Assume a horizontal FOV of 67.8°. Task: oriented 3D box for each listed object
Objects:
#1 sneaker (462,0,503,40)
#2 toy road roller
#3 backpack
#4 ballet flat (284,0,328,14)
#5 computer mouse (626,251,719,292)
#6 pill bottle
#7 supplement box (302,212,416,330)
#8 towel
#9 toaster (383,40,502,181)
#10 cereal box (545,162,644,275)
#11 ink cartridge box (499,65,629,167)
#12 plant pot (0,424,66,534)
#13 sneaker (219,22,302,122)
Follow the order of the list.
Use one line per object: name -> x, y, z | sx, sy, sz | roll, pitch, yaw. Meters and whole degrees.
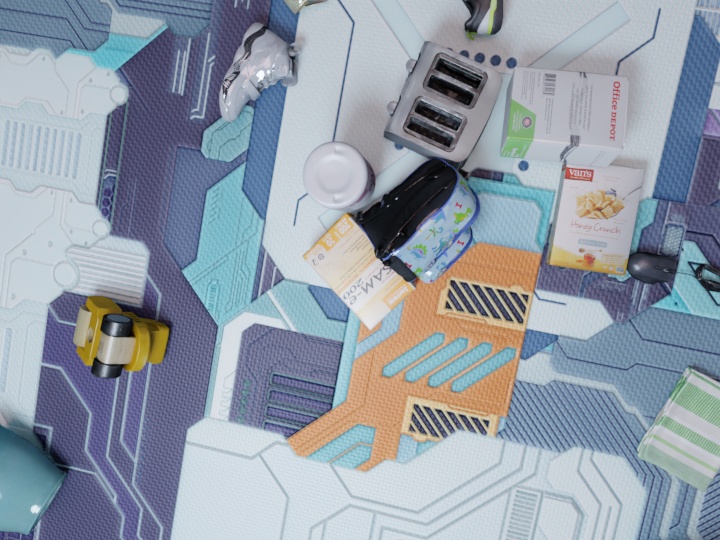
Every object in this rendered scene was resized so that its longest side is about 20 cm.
sneaker -> 0.221, -0.538, 0.995 | 0.082, 0.072, 0.202 | -1, 94, 8
toy road roller -> -0.499, 0.141, 1.128 | 0.199, 0.145, 0.124 | 22, 99, 43
backpack -> 0.120, -0.093, 0.985 | 0.200, 0.183, 0.147 | -45, 124, 13
ballet flat -> -0.058, -0.567, 1.042 | 0.199, 0.068, 0.063 | -23, 119, 12
computer mouse -> 0.599, 0.006, 1.005 | 0.198, 0.034, 0.059 | 11, 93, 3
pill bottle -> -0.031, -0.167, 0.989 | 0.112, 0.200, 0.114 | 1, 95, 7
supplement box -> 0.000, 0.000, 1.062 | 0.126, 0.074, 0.200 | -44, 88, 9
towel -> 0.646, 0.306, 1.029 | 0.152, 0.023, 0.201 | 27, 97, 4
toaster -> 0.157, -0.296, 0.998 | 0.199, 0.119, 0.182 | 27, 98, 4
cereal box -> 0.443, -0.100, 1.016 | 0.143, 0.040, 0.202 | 8, 95, 6
ink cartridge box -> 0.366, -0.278, 0.973 | 0.198, 0.084, 0.147 | 8, 79, 6
plant pot -> -0.751, 0.459, 1.138 | 0.187, 0.200, 0.201 | 31, 98, -11
sneaker -> -0.196, -0.376, 1.057 | 0.114, 0.075, 0.201 | 25, 94, 7
